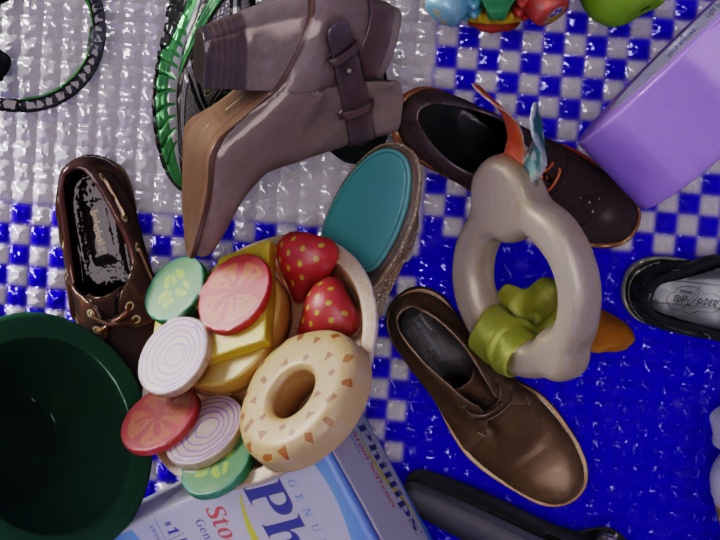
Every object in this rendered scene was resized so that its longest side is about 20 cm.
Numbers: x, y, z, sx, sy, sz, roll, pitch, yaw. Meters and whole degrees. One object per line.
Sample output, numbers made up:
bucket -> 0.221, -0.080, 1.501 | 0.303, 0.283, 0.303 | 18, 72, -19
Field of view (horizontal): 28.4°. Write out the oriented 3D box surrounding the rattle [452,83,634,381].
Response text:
rattle -> 0.141, -0.032, 0.971 | 0.142, 0.130, 0.201 | -8, 97, -21

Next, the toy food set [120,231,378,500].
toy food set -> -0.077, 0.060, 0.971 | 0.198, 0.049, 0.200 | -19, 53, 25

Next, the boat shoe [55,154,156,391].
boat shoe -> -0.184, 0.015, 1.045 | 0.070, 0.070, 0.201 | -16, 95, 3

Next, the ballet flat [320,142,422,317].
ballet flat -> 0.000, 0.000, 1.031 | 0.070, 0.065, 0.200 | 35, 108, 28

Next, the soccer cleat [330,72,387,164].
soccer cleat -> -0.023, -0.173, 1.013 | 0.067, 0.081, 0.201 | -11, 96, 4

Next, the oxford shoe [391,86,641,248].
oxford shoe -> 0.114, -0.067, 1.011 | 0.200, 0.073, 0.071 | 23, 93, -9

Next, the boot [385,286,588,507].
boot -> 0.090, 0.099, 1.032 | 0.074, 0.075, 0.200 | -42, 92, 4

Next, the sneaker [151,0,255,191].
sneaker -> -0.103, -0.151, 1.023 | 0.085, 0.078, 0.201 | 10, 97, -2

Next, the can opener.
can opener -> 0.120, 0.200, 1.042 | 0.200, 0.063, 0.079 | 26, 96, 1

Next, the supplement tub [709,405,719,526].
supplement tub -> 0.326, 0.184, 0.988 | 0.144, 0.144, 0.201 | -15, 93, 5

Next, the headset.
headset -> -0.288, -0.184, 1.047 | 0.199, 0.094, 0.124 | 8, 91, -12

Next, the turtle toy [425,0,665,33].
turtle toy -> 0.116, -0.217, 0.983 | 0.199, 0.146, 0.101 | 0, 116, 4

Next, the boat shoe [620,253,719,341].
boat shoe -> 0.290, 0.021, 1.016 | 0.199, 0.066, 0.075 | 9, 95, 3

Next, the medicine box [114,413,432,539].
medicine box -> -0.054, 0.219, 1.017 | 0.200, 0.103, 0.183 | -28, 92, 19

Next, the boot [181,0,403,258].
boot -> -0.045, -0.099, 0.976 | 0.146, 0.070, 0.200 | -6, 130, -22

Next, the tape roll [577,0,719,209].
tape roll -> 0.237, -0.132, 0.941 | 0.200, 0.200, 0.066 | -44, 90, 6

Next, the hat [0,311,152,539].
hat -> -0.264, 0.128, 1.035 | 0.165, 0.176, 0.201 | 10, 65, -34
